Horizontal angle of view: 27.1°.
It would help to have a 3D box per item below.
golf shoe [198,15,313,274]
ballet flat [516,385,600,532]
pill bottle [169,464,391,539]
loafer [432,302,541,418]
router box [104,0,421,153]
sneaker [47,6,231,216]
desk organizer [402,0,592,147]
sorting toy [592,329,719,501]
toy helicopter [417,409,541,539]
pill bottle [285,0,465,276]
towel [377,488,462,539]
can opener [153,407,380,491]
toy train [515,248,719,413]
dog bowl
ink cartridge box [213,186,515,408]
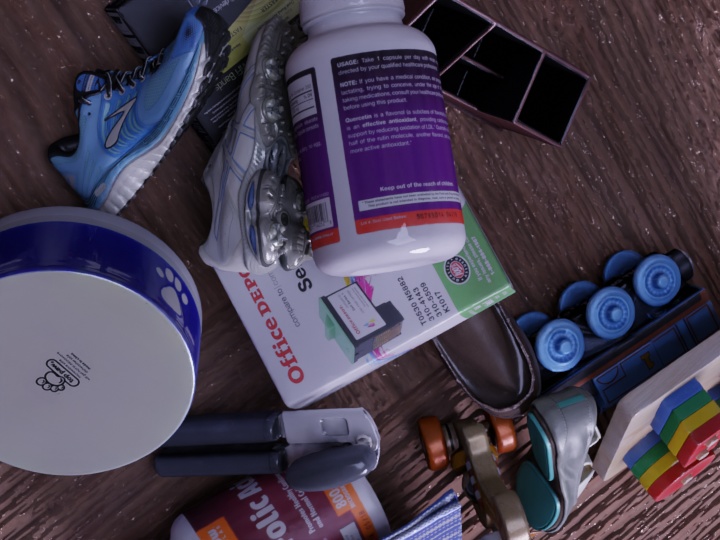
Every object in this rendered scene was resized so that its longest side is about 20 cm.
[{"bbox_3d":[-0.086,-0.095,1.130,0.078,0.097,0.201,27,62,-50],"label":"golf shoe"},{"bbox_3d":[0.175,0.165,1.284,0.064,0.067,0.200,-24,148,-13],"label":"ballet flat"},{"bbox_3d":[-0.084,0.228,1.223,0.200,0.114,0.115,-29,108,-14],"label":"pill bottle"},{"bbox_3d":[0.080,0.038,1.242,0.073,0.071,0.200,-34,88,10],"label":"loafer"},{"bbox_3d":[-0.075,-0.203,1.181,0.200,0.052,0.157,-39,111,-10],"label":"router box"},{"bbox_3d":[-0.172,-0.123,1.113,0.090,0.078,0.200,38,122,-8],"label":"sneaker"},{"bbox_3d":[0.091,-0.166,1.199,0.200,0.077,0.072,20,95,-44],"label":"desk organizer"},{"bbox_3d":[0.312,0.116,1.305,0.200,0.199,0.070,-33,70,-12],"label":"sorting toy"},{"bbox_3d":[0.109,0.194,1.242,0.079,0.200,0.133,-13,100,-4],"label":"toy helicopter"},{"bbox_3d":[0.008,-0.101,1.081,0.112,0.112,0.201,-7,85,-19],"label":"pill bottle"},{"bbox_3d":[0.021,0.252,1.246,0.144,0.200,0.024,-29,65,-11],"label":"towel"},{"bbox_3d":[-0.081,0.142,1.180,0.199,0.067,0.054,-5,106,19],"label":"can opener"},{"bbox_3d":[0.222,0.063,1.317,0.200,0.087,0.115,-33,103,-12],"label":"toy train"},{"bbox_3d":[-0.219,0.055,1.114,0.199,0.079,0.201,-2,126,-3],"label":"dog bowl"},{"bbox_3d":[0.000,0.000,1.176,0.200,0.084,0.145,-29,84,6],"label":"ink cartridge box"}]
